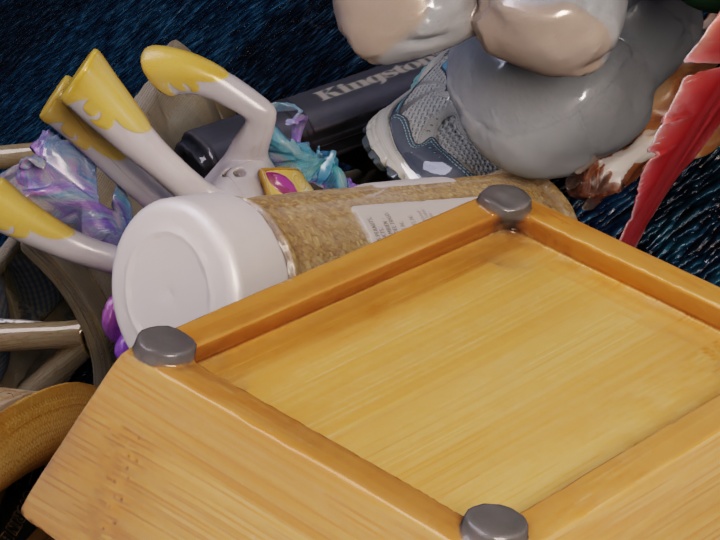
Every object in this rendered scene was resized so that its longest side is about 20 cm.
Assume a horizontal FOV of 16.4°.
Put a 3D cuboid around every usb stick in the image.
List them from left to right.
[{"bbox_3d":[0.005,-0.082,1.250,0.200,0.033,0.055,-20,19,-16],"label":"usb stick"}]

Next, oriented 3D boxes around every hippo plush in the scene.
[{"bbox_3d":[0.066,-0.129,0.970,0.159,0.161,0.200,25,70,23],"label":"hippo plush"}]

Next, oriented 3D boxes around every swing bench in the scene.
[{"bbox_3d":[-0.167,0.003,1.367,0.200,0.130,0.199,-21,24,34],"label":"swing bench"}]

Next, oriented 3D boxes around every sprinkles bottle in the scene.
[{"bbox_3d":[0.000,0.000,0.950,0.200,0.068,0.068,-7,-13,-47],"label":"sprinkles bottle"}]

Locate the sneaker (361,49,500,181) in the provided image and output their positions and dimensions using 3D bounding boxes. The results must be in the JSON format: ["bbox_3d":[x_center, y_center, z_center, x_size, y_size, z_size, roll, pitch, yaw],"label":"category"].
[{"bbox_3d":[0.060,-0.080,1.131,0.086,0.078,0.200,-48,10,23],"label":"sneaker"}]

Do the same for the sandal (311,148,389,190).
[{"bbox_3d":[-0.019,-0.039,1.273,0.200,0.054,0.080,-14,31,55],"label":"sandal"}]

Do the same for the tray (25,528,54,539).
[{"bbox_3d":[-0.104,0.120,0.895,0.200,0.037,0.099,-48,18,-15],"label":"tray"}]

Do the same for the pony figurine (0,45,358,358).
[{"bbox_3d":[-0.067,-0.004,1.121,0.193,0.200,0.167,-45,16,45],"label":"pony figurine"}]

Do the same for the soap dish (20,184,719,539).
[{"bbox_3d":[0.033,0.053,0.689,0.157,0.081,0.200,28,34,32],"label":"soap dish"}]

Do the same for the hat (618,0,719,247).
[{"bbox_3d":[0.145,-0.100,0.851,0.200,0.176,0.166,-15,29,3],"label":"hat"}]

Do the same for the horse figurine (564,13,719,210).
[{"bbox_3d":[0.138,-0.092,1.082,0.133,0.050,0.200,-35,23,10],"label":"horse figurine"}]

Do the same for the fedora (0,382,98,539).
[{"bbox_3d":[-0.181,0.098,0.934,0.201,0.082,0.201,-48,-10,-11],"label":"fedora"}]

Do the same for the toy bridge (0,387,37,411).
[{"bbox_3d":[-0.157,0.087,1.105,0.027,0.067,0.200,5,9,22],"label":"toy bridge"}]
